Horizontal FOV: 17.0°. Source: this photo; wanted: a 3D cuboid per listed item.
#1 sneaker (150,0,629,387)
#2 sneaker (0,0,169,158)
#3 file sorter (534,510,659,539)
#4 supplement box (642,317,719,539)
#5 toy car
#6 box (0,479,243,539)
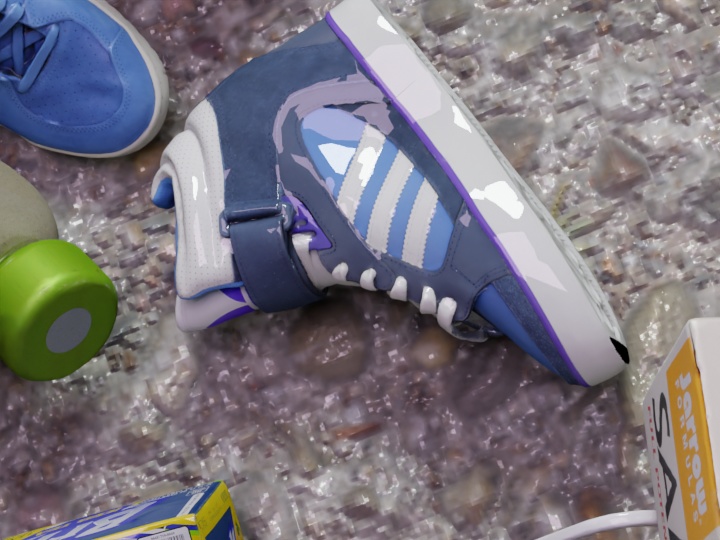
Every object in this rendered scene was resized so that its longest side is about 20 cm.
[{"bbox_3d":[0.000,0.000,0.974,0.146,0.081,0.200,-38,71,8],"label":"sneaker"},{"bbox_3d":[-0.179,-0.108,1.008,0.200,0.111,0.077,37,105,6],"label":"sneaker"},{"bbox_3d":[0.104,0.195,0.824,0.139,0.124,0.201,-28,62,46],"label":"file sorter"},{"bbox_3d":[0.197,0.082,0.746,0.199,0.074,0.127,-1,66,-7],"label":"supplement box"},{"bbox_3d":[-0.227,0.037,1.001,0.164,0.157,0.201,42,111,34],"label":"toy car"},{"bbox_3d":[-0.143,0.143,0.950,0.199,0.070,0.065,-15,95,8],"label":"box"}]
